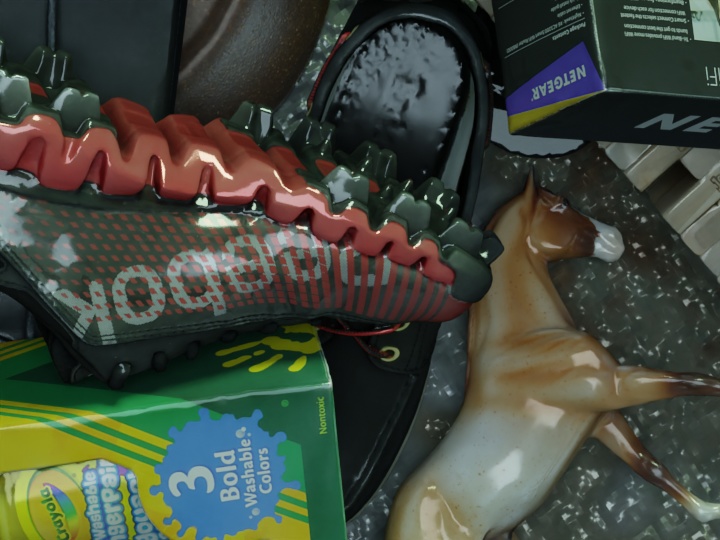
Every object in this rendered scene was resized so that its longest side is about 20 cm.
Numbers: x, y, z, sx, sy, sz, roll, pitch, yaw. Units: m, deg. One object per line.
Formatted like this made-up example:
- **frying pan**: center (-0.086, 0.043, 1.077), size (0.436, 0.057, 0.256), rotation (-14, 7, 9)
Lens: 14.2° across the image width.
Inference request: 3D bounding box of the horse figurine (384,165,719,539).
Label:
- **horse figurine**: center (0.063, 0.082, 1.020), size (0.132, 0.050, 0.201), rotation (30, 97, 9)

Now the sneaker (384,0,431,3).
- **sneaker**: center (-0.044, -0.165, 0.916), size (0.199, 0.077, 0.087), rotation (30, 62, -25)

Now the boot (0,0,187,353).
- **boot**: center (-0.144, -0.037, 0.970), size (0.164, 0.066, 0.201), rotation (3, 116, -11)

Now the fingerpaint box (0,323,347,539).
- **fingerpaint box**: center (-0.085, 0.125, 0.973), size (0.166, 0.073, 0.201), rotation (-7, 112, -5)

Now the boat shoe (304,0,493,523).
- **boat shoe**: center (-0.003, -0.001, 1.006), size (0.073, 0.063, 0.203), rotation (15, 101, 0)

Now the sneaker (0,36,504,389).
- **sneaker**: center (-0.055, -0.006, 0.929), size (0.199, 0.071, 0.098), rotation (14, 105, -18)

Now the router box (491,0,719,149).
- **router box**: center (0.131, -0.121, 0.953), size (0.199, 0.052, 0.158), rotation (3, 75, -34)

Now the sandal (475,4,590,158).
- **sandal**: center (0.081, -0.139, 1.018), size (0.075, 0.045, 0.201), rotation (10, 92, -1)

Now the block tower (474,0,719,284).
- **block tower**: center (0.113, -0.050, 0.999), size (0.058, 0.054, 0.200), rotation (-42, 103, 8)

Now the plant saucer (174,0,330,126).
- **plant saucer**: center (-0.106, -0.121, 1.017), size (0.199, 0.037, 0.202), rotation (0, 93, -2)
